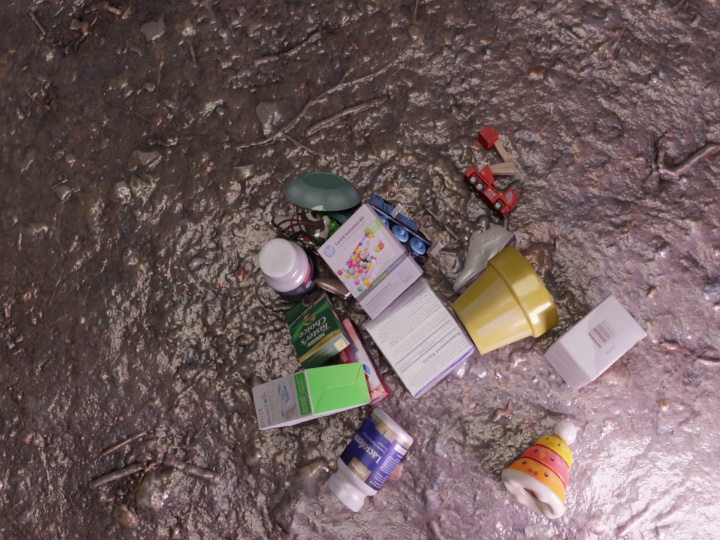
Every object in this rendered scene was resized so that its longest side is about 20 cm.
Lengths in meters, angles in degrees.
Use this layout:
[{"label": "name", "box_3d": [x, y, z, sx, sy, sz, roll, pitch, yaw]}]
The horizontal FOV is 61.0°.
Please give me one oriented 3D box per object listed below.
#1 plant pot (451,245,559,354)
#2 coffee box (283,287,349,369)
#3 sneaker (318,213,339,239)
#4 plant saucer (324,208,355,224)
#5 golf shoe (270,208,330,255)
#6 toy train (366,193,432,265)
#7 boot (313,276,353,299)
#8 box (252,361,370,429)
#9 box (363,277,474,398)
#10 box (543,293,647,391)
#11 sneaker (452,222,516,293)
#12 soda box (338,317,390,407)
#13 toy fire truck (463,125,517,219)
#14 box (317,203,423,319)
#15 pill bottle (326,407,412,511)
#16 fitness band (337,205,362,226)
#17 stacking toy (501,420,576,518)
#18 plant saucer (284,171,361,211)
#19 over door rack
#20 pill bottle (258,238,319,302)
[{"label": "plant pot", "box_3d": [0.313, 0.082, 1.371, 0.186, 0.201, 0.204, -33, 73, 4]}, {"label": "coffee box", "box_3d": [-0.106, 0.135, 1.436, 0.121, 0.044, 0.202, -34, 36, 4]}, {"label": "sneaker", "box_3d": [-0.082, -0.097, 1.499, 0.195, 0.073, 0.087, 10, 98, 38]}, {"label": "plant saucer", "box_3d": [-0.060, -0.155, 1.525, 0.198, 0.069, 0.019, 35, 124, 33]}, {"label": "golf shoe", "box_3d": [-0.140, -0.107, 1.478, 0.198, 0.077, 0.090, 27, 89, 43]}, {"label": "toy train", "box_3d": [0.081, -0.089, 1.447, 0.196, 0.087, 0.116, 30, 39, -14]}, {"label": "boot", "box_3d": [0.000, 0.000, 1.476, 0.195, 0.070, 0.150, 20, 95, -19]}, {"label": "box", "box_3d": [-0.107, 0.277, 1.346, 0.173, 0.197, 0.100, -23, 74, 36]}, {"label": "box", "box_3d": [0.137, 0.159, 1.421, 0.182, 0.105, 0.202, -37, 73, -2]}, {"label": "box", "box_3d": [0.498, 0.161, 1.317, 0.151, 0.200, 0.107, -38, 72, -3]}, {"label": "sneaker", "box_3d": [0.284, -0.029, 1.476, 0.200, 0.075, 0.099, -45, 59, -9]}, {"label": "soda box", "box_3d": [-0.004, 0.217, 1.444, 0.062, 0.070, 0.204, -29, 72, 5]}, {"label": "toy fire truck", "box_3d": [0.335, -0.245, 1.527, 0.140, 0.049, 0.201, -41, 74, -4]}, {"label": "box", "box_3d": [0.022, -0.021, 1.367, 0.155, 0.041, 0.202, -41, 85, 15]}, {"label": "pill bottle", "box_3d": [0.019, 0.422, 1.364, 0.115, 0.116, 0.202, 36, 83, 15]}, {"label": "fitness band", "box_3d": [0.009, -0.080, 1.539, 0.197, 0.037, 0.145, -35, 73, 0]}, {"label": "stacking toy", "box_3d": [0.406, 0.409, 1.322, 0.144, 0.148, 0.201, 31, 64, 15]}, {"label": "plant saucer", "box_3d": [-0.092, -0.207, 1.517, 0.194, 0.202, 0.040, 12, 121, 11]}, {"label": "over door rack", "box_3d": [0.180, -0.119, 1.447, 0.148, 0.198, 0.067, 45, 121, 16]}, {"label": "pill bottle", "box_3d": [-0.173, -0.002, 1.459, 0.115, 0.200, 0.124, -2, 75, 8]}]
